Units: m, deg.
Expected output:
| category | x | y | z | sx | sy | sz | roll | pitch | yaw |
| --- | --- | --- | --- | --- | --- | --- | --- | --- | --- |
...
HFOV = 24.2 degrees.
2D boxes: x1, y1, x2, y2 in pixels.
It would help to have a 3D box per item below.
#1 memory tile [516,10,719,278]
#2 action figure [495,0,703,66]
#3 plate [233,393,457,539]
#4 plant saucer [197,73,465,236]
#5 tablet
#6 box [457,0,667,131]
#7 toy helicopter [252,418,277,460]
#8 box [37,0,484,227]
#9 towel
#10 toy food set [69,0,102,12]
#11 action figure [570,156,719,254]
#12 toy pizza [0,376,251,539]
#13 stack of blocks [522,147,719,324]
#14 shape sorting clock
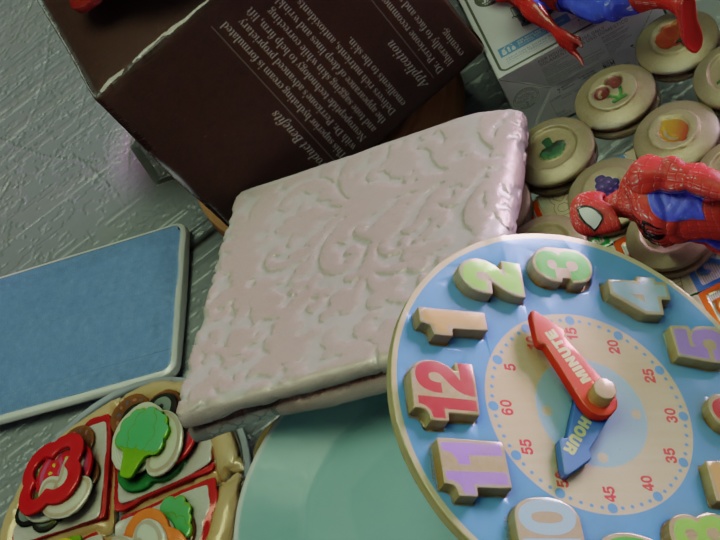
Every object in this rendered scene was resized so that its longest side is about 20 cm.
| category | x | y | z | sx | sy | sz | roll | pitch | yaw |
| --- | --- | --- | --- | --- | --- | --- | --- | --- | --- |
| memory tile | 0.157 | -0.059 | 0.935 | 0.200 | 0.017 | 0.153 | -42 | 47 | -6 |
| action figure | 0.137 | -0.162 | 0.993 | 0.065 | 0.052 | 0.200 | -37 | 34 | -21 |
| plate | 0.028 | 0.113 | 0.843 | 0.200 | 0.026 | 0.200 | -19 | 46 | 21 |
| plant saucer | -0.027 | -0.099 | 1.143 | 0.200 | 0.032 | 0.201 | -15 | 50 | 19 |
| tablet | -0.208 | 0.043 | 1.150 | 0.200 | 0.014 | 0.130 | -16 | 50 | 18 |
| box | 0.119 | -0.195 | 1.114 | 0.117 | 0.060 | 0.200 | -27 | 47 | 9 |
| toy helicopter | 0.028 | 0.090 | 0.938 | 0.200 | 0.079 | 0.132 | -5 | 53 | 32 |
| box | -0.066 | -0.160 | 1.062 | 0.200 | 0.166 | 0.164 | -40 | 41 | 4 |
| towel | 0.000 | 0.000 | 0.928 | 0.191 | 0.032 | 0.200 | -17 | 36 | 23 |
| toy food set | -0.104 | -0.236 | 0.993 | 0.200 | 0.049 | 0.198 | 4 | 59 | 41 |
| action figure | 0.199 | -0.027 | 0.827 | 0.200 | 0.065 | 0.052 | 4 | 62 | 29 |
| toy pizza | -0.151 | 0.149 | 1.002 | 0.200 | 0.032 | 0.200 | -22 | 48 | 26 |
| stack of blocks | 0.160 | 0.031 | 0.916 | 0.115 | 0.059 | 0.200 | -27 | 47 | 8 |
| shape sorting clock | 0.107 | 0.065 | 0.782 | 0.200 | 0.039 | 0.200 | 9 | 55 | -12 |
